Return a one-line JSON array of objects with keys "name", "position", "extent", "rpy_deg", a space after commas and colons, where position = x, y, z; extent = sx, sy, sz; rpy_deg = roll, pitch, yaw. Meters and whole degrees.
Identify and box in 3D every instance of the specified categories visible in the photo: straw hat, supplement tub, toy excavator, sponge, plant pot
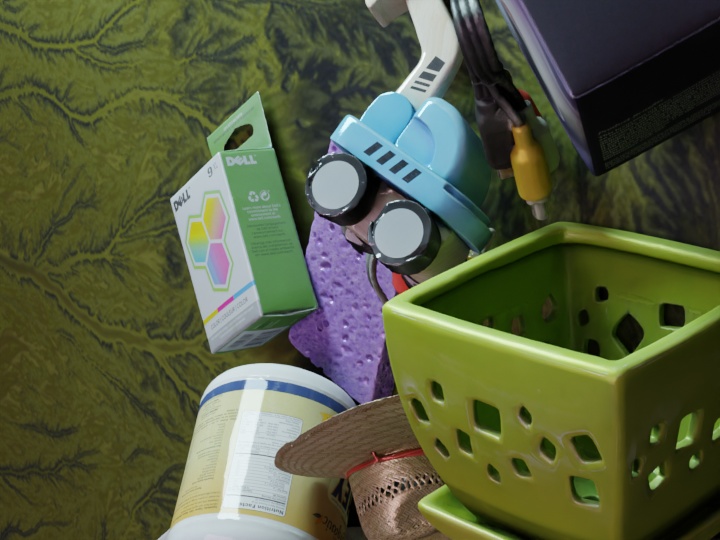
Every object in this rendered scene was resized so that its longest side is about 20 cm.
[{"name": "straw hat", "position": [0.039, 0.160, 1.137], "extent": [0.201, 0.199, 0.086], "rpy_deg": [-37, 57, 46]}, {"name": "supplement tub", "position": [-0.079, 0.195, 1.263], "extent": [0.144, 0.143, 0.202], "rpy_deg": [-35, 35, 46]}, {"name": "toy excavator", "position": [0.042, -0.107, 1.121], "extent": [0.194, 0.100, 0.201], "rpy_deg": [37, 88, 27]}, {"name": "sponge", "position": [0.000, 0.000, 1.269], "extent": [0.111, 0.030, 0.202], "rpy_deg": [37, 126, 37]}, {"name": "plant pot", "position": [0.150, 0.094, 1.011], "extent": [0.198, 0.199, 0.184], "rpy_deg": [16, 118, 43]}]

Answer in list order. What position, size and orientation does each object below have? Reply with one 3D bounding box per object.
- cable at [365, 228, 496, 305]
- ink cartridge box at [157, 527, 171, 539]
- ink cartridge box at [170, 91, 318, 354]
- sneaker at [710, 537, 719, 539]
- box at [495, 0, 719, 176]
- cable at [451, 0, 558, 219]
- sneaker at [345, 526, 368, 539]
[{"name": "cable", "position": [0.044, 0.052, 1.198], "extent": [0.096, 0.050, 0.203], "rpy_deg": [7, 107, -1]}, {"name": "ink cartridge box", "position": [-0.082, 0.302, 1.353], "extent": [0.084, 0.144, 0.201], "rpy_deg": [-45, 68, 43]}, {"name": "ink cartridge box", "position": [-0.109, -0.041, 1.332], "extent": [0.104, 0.059, 0.202], "rpy_deg": [-34, 68, 53]}, {"name": "sneaker", "position": [0.245, 0.209, 1.019], "extent": [0.199, 0.081, 0.076], "rpy_deg": [-4, 96, 46]}, {"name": "box", "position": [0.137, -0.187, 0.921], "extent": [0.122, 0.198, 0.202], "rpy_deg": [-28, 76, 6]}, {"name": "cable", "position": [0.098, -0.126, 1.027], "extent": [0.201, 0.050, 0.098], "rpy_deg": [70, -166, -53]}, {"name": "sneaker", "position": [0.031, 0.313, 1.282], "extent": [0.200, 0.076, 0.112], "rpy_deg": [40, 118, 25]}]
